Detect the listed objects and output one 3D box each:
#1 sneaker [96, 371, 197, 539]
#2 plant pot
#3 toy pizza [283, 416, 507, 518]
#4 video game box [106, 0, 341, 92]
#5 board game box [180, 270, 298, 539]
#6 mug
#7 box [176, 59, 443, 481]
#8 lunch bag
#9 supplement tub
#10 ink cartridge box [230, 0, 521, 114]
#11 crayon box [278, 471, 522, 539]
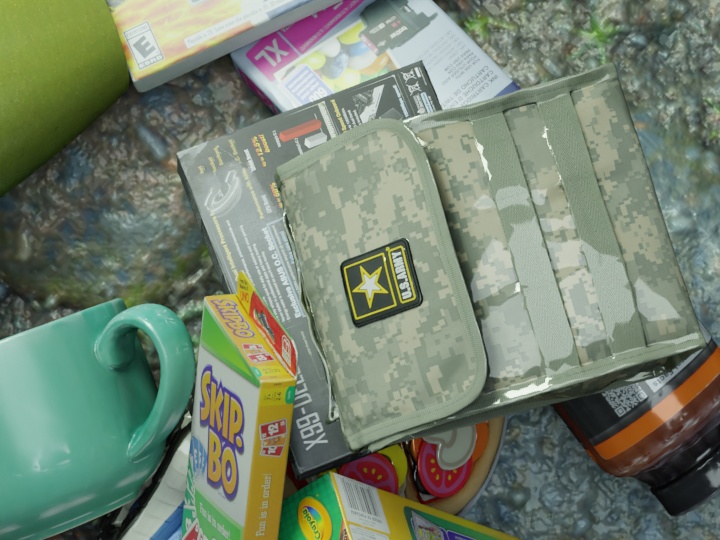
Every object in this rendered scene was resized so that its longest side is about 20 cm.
[{"bbox_3d":[-0.076,0.116,1.180,0.089,0.078,0.201,38,81,-20],"label":"sneaker"},{"bbox_3d":[-0.247,-0.115,1.137,0.199,0.187,0.188,-25,88,-16],"label":"plant pot"},{"bbox_3d":[0.013,0.073,1.161,0.199,0.032,0.202,4,82,-30],"label":"toy pizza"},{"bbox_3d":[-0.085,-0.235,1.173,0.199,0.047,0.183,-25,86,-2],"label":"video game box"},{"bbox_3d":[-0.069,0.108,1.059,0.030,0.096,0.202,-2,117,-25],"label":"board game box"},{"bbox_3d":[-0.184,0.093,1.112,0.151,0.185,0.115,-21,91,-26],"label":"mug"},{"bbox_3d":[0.000,0.000,1.104,0.157,0.050,0.201,-22,82,-8],"label":"box"},{"bbox_3d":[0.061,-0.003,1.028,0.198,0.118,0.165,-15,80,-5],"label":"lunch bag"},{"bbox_3d":[0.159,0.052,1.176,0.107,0.107,0.201,-37,89,-5],"label":"supplement tub"},{"bbox_3d":[0.026,-0.101,1.184,0.119,0.042,0.200,-41,74,-5],"label":"ink cartridge box"},{"bbox_3d":[0.037,0.200,1.098,0.058,0.199,0.120,-34,54,25],"label":"crayon box"}]
